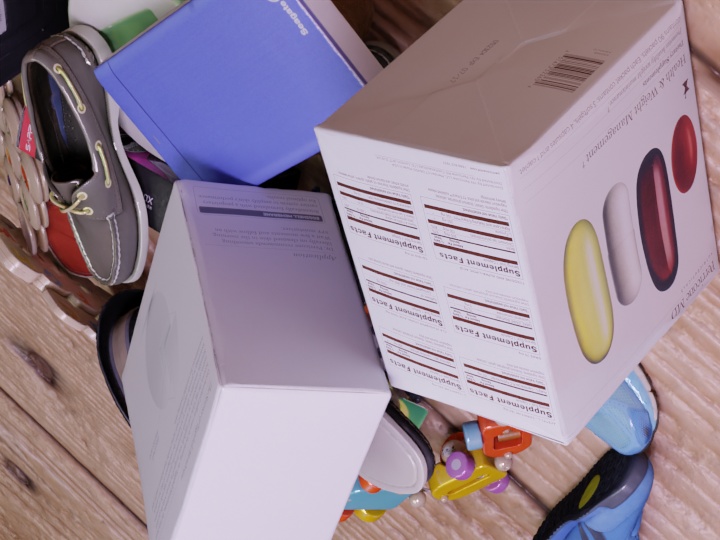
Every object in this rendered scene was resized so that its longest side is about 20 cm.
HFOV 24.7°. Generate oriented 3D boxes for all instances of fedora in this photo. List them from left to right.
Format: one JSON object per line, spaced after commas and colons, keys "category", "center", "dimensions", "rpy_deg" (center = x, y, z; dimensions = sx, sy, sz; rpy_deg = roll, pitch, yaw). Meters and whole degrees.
{"category": "fedora", "center": [-0.144, 0.088, 1.484], "dimensions": [0.091, 0.201, 0.201], "rpy_deg": [-36, 96, 26]}

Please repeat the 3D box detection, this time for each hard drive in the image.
{"category": "hard drive", "center": [-0.081, -0.127, 1.117], "dimensions": [0.199, 0.025, 0.132], "rpy_deg": [-24, 112, 45]}

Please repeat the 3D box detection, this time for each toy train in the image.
{"category": "toy train", "center": [0.055, 0.142, 1.326], "dimensions": [0.151, 0.198, 0.056], "rpy_deg": [69, -173, -61]}

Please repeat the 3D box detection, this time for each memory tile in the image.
{"category": "memory tile", "center": [-0.315, -0.126, 1.469], "dimensions": [0.154, 0.017, 0.202], "rpy_deg": [115, 135, -64]}

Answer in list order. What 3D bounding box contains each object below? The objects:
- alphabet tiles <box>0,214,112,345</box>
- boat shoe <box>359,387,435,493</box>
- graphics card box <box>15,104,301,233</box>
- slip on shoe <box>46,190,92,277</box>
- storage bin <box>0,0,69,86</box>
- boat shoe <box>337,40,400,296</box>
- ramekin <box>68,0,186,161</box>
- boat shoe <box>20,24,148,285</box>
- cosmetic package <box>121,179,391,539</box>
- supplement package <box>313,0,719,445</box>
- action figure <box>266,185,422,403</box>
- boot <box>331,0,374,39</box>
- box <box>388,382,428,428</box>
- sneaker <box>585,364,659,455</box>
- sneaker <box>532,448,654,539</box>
{"category": "alphabet tiles", "center": [-0.277, 0.012, 1.549], "dimensions": [0.200, 0.015, 0.196], "rpy_deg": [39, -175, -45]}
{"category": "boat shoe", "center": [-0.005, 0.102, 1.266], "dimensions": [0.199, 0.060, 0.075], "rpy_deg": [28, 128, 42]}
{"category": "graphics card box", "center": [-0.162, -0.089, 1.320], "dimensions": [0.199, 0.125, 0.051], "rpy_deg": [31, 119, 25]}
{"category": "slip on shoe", "center": [-0.267, -0.069, 1.501], "dimensions": [0.062, 0.073, 0.202], "rpy_deg": [-101, 6, -50]}
{"category": "storage bin", "center": [-0.321, -0.216, 1.305], "dimensions": [0.093, 0.200, 0.136], "rpy_deg": [32, 143, 21]}
{"category": "boat shoe", "center": [0.007, -0.058, 1.169], "dimensions": [0.072, 0.062, 0.203], "rpy_deg": [1, 108, 21]}
{"category": "ramekin", "center": [-0.124, -0.171, 1.222], "dimensions": [0.199, 0.098, 0.201], "rpy_deg": [29, 142, 26]}
{"category": "boat shoe", "center": [-0.209, -0.078, 1.234], "dimensions": [0.071, 0.060, 0.204], "rpy_deg": [9, 118, 36]}
{"category": "cosmetic package", "center": [-0.080, 0.081, 1.148], "dimensions": [0.201, 0.121, 0.201], "rpy_deg": [-106, 28, -45]}
{"category": "supplement package", "center": [0.104, -0.042, 1.012], "dimensions": [0.146, 0.191, 0.202], "rpy_deg": [16, 136, 39]}
{"category": "action figure", "center": [0.000, 0.000, 1.258], "dimensions": [0.193, 0.105, 0.200], "rpy_deg": [37, 147, 0]}
{"category": "boot", "center": [-0.063, -0.230, 1.124], "dimensions": [0.201, 0.075, 0.073], "rpy_deg": [59, 149, -5]}
{"category": "box", "center": [-0.023, 0.073, 1.404], "dimensions": [0.200, 0.048, 0.118], "rpy_deg": [43, 146, 12]}
{"category": "sneaker", "center": [0.124, 0.077, 1.192], "dimensions": [0.199, 0.090, 0.078], "rpy_deg": [36, 146, -3]}
{"category": "sneaker", "center": [0.196, 0.200, 1.278], "dimensions": [0.078, 0.066, 0.201], "rpy_deg": [32, 145, 3]}
